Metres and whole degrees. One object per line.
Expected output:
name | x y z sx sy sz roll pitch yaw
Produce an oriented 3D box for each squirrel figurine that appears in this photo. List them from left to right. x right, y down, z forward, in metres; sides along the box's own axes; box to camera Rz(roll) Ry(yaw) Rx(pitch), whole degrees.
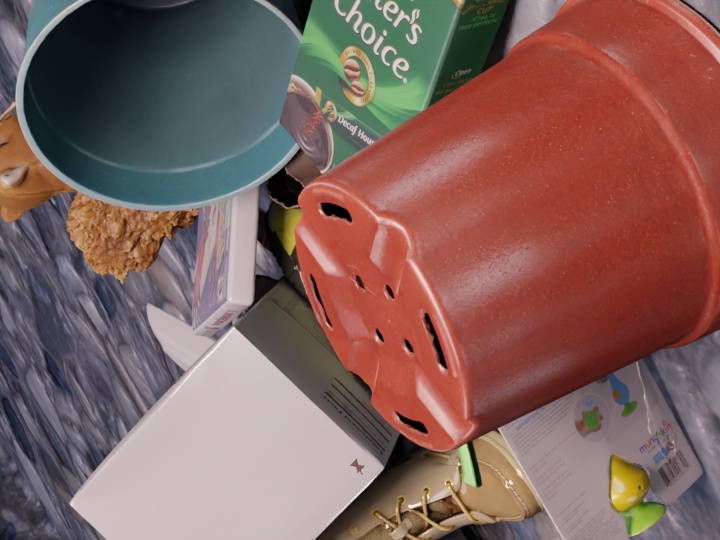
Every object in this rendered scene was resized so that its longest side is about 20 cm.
squirrel figurine | -0.242 -0.092 1.452 0.201 0.186 0.142 59 158 6

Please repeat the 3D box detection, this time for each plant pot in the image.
plant pot | -0.140 -0.178 1.110 0.201 0.199 0.189 88 173 -47
plant pot | 0.084 -0.018 0.813 0.201 0.195 0.201 47 153 33

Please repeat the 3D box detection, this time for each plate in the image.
plate | -0.106 0.118 1.497 0.200 0.032 0.199 44 168 -30

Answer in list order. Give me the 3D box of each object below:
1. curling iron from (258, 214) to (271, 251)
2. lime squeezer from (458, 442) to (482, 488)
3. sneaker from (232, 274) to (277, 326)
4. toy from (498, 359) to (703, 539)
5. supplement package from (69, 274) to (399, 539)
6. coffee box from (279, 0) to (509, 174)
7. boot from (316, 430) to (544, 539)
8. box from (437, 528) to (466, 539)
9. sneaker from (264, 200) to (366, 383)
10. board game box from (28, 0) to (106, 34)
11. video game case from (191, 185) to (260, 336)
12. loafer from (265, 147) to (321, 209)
curling iron | -0.075 -0.016 1.367 0.026 0.050 0.200 45 -177 -42
lime squeezer | 0.066 0.029 0.981 0.070 0.038 0.201 27 109 41
sneaker | -0.032 0.079 1.360 0.200 0.077 0.085 52 151 1
toy | 0.110 0.067 0.933 0.201 0.115 0.047 58 146 -3
supplement package | -0.080 0.130 1.201 0.147 0.191 0.200 43 -165 -1
coffee box | 0.017 -0.133 0.966 0.123 0.044 0.201 51 140 29
boot | 0.042 0.184 1.182 0.073 0.155 0.200 60 160 -12
box | 0.035 0.319 1.315 0.101 0.112 0.201 -123 31 -71
sneaker | 0.000 0.000 1.209 0.200 0.075 0.077 50 127 30
board game box | -0.216 -0.216 1.304 0.153 0.040 0.200 31 -158 -53
video game case | -0.106 -0.058 1.263 0.182 0.023 0.201 145 128 -72
loafer | -0.017 -0.080 1.127 0.073 0.071 0.200 59 158 6
